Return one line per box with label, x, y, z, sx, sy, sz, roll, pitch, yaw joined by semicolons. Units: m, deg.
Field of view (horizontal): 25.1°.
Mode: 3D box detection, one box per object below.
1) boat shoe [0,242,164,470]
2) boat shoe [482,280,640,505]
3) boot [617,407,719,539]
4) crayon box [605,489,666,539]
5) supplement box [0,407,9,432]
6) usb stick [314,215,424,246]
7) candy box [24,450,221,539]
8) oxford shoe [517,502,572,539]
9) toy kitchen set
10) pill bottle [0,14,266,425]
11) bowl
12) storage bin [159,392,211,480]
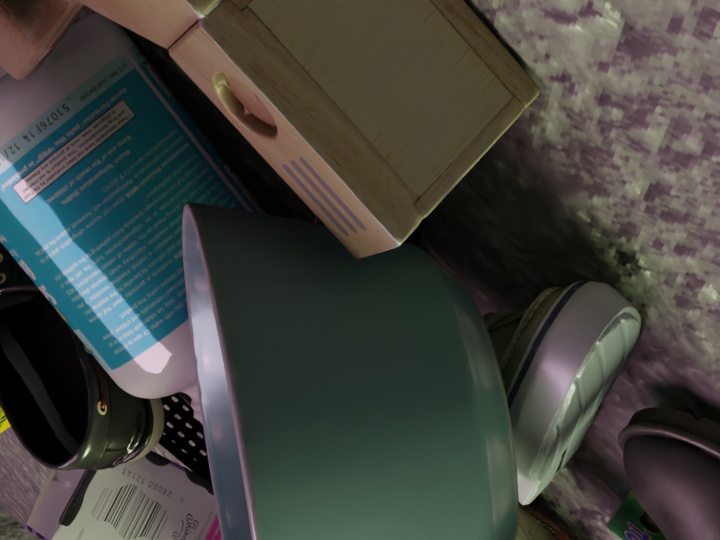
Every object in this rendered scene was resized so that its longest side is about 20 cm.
boat shoe;-0.176;0.014;0.843;0.202;0.074;0.063;58;-155;16
boat shoe;0.066;0.049;0.674;0.062;0.072;0.200;37;162;13
boot;0.127;0.176;0.620;0.182;0.200;0.073;39;159;10
crayon box;0.188;0.181;0.734;0.200;0.052;0.126;39;160;13
supplement box;-0.259;0.044;1.065;0.109;0.200;0.109;41;118;5
usb stick;0.000;0.000;0.758;0.055;0.033;0.200;45;161;15
candy box;-0.088;0.168;0.952;0.199;0.072;0.168;29;167;-11
oxford shoe;0.047;0.129;0.752;0.200;0.071;0.074;48;-167;12
toy kitchen set;-0.084;-0.060;0.603;0.181;0.163;0.200;47;160;-11
pill bottle;-0.106;-0.016;0.789;0.200;0.111;0.111;52;159;-9
bowl;-0.004;0.066;0.629;0.201;0.104;0.202;170;90;-81
storage bin;-0.127;0.018;0.946;0.200;0.094;0.135;36;159;17
